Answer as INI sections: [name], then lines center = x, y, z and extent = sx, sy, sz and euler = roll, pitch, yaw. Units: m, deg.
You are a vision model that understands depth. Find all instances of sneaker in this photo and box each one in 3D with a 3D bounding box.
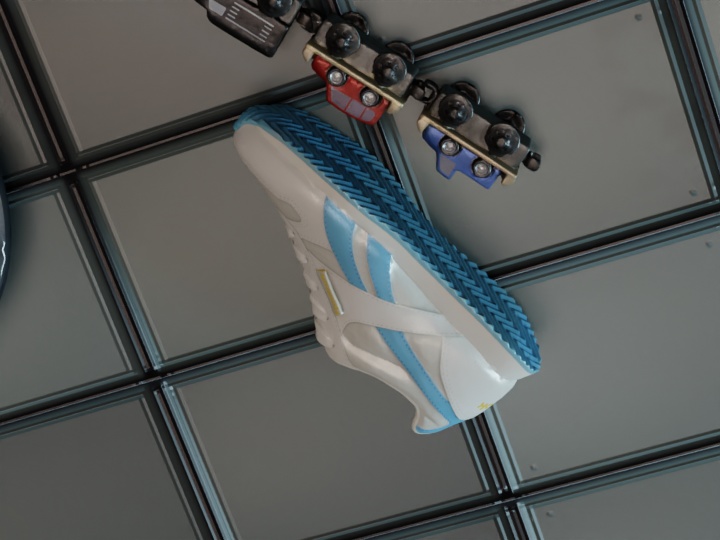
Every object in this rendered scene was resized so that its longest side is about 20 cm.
[sneaker]
center = 0.000, 0.000, 0.947
extent = 0.081, 0.077, 0.200
euler = -40, 98, 21

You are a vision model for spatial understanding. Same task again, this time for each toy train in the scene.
[toy train]
center = 0.002, -0.098, 0.933
extent = 0.200, 0.034, 0.046
euler = 31, 114, -3

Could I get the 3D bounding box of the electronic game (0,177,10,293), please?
[electronic game]
center = -0.284, -0.024, 0.988
extent = 0.199, 0.042, 0.201
euler = 2, 101, 8
